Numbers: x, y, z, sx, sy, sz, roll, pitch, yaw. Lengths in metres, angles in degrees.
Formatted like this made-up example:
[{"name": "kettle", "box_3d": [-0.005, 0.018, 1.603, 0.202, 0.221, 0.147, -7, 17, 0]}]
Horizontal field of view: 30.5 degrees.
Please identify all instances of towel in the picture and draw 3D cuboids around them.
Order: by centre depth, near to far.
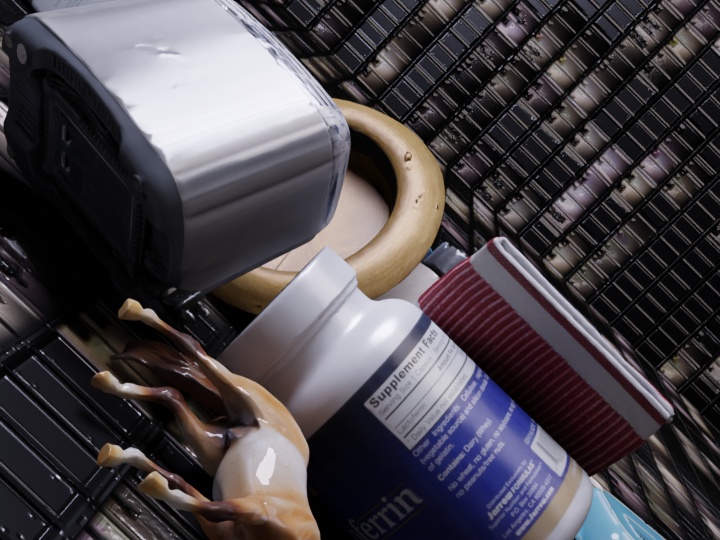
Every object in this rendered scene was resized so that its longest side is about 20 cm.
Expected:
[{"name": "towel", "box_3d": [0.070, 0.079, 0.777, 0.144, 0.200, 0.023, 44, 43, -3]}]

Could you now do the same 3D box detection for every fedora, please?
[{"name": "fedora", "box_3d": [-0.038, -0.032, 0.927, 0.201, 0.200, 0.082, 51, -25, 29]}]

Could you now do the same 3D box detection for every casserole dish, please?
[{"name": "casserole dish", "box_3d": [0.255, 0.260, 1.167, 0.200, 0.039, 0.121, 39, 11, -22]}]

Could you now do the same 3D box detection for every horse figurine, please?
[{"name": "horse figurine", "box_3d": [-0.061, 0.088, 0.596, 0.132, 0.050, 0.200, 38, 12, -29]}]

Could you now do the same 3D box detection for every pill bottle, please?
[{"name": "pill bottle", "box_3d": [0.020, 0.088, 0.722, 0.200, 0.116, 0.116, 44, 11, -1]}]

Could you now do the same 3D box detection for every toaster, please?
[{"name": "toaster", "box_3d": [-0.096, -0.068, 0.715, 0.129, 0.114, 0.200, -25, 56, -31]}]

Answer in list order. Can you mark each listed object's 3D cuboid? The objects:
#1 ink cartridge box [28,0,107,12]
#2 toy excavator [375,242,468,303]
[{"name": "ink cartridge box", "box_3d": [-0.230, -0.249, 1.150, 0.200, 0.083, 0.145, 50, 12, 25]}, {"name": "toy excavator", "box_3d": [0.000, 0.000, 1.022, 0.200, 0.100, 0.195, 32, -19, 50]}]
